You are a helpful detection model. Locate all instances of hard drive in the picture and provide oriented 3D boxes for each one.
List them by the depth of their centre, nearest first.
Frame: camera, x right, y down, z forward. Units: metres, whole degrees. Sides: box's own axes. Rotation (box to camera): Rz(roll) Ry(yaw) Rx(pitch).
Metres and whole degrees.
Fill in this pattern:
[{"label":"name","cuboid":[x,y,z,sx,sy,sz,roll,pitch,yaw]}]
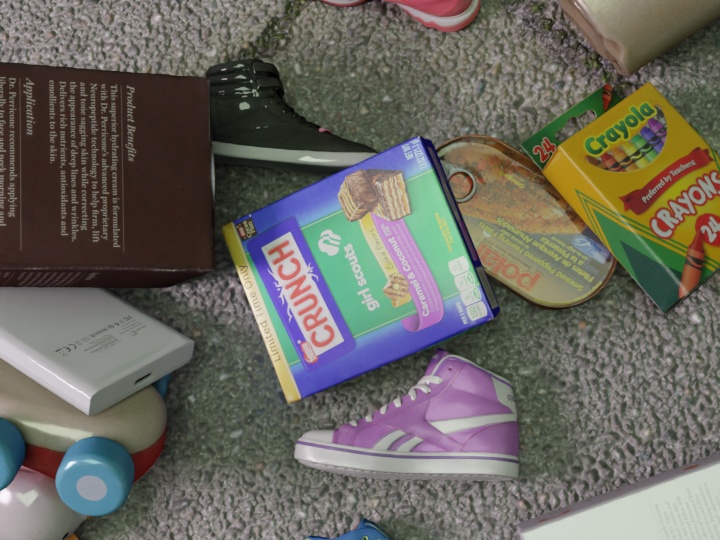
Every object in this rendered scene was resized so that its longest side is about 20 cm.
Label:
[{"label":"hard drive","cuboid":[-0.265,0.050,0.996,0.198,0.131,0.027,27,120,24]}]

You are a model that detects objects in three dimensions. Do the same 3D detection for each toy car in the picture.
[{"label":"toy car","cuboid":[-0.267,0.183,0.993,0.174,0.185,0.202,11,117,-3]}]

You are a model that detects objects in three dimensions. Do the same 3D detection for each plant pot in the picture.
[{"label":"plant pot","cuboid":[0.265,-0.282,0.990,0.183,0.200,0.201,-39,77,11]}]

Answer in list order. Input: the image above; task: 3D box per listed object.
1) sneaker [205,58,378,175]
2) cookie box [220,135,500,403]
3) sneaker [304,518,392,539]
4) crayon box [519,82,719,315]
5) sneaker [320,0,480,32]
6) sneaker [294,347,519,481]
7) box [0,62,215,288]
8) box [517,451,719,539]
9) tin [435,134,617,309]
[{"label":"sneaker","cuboid":[-0.071,-0.146,1.052,0.197,0.071,0.101,9,86,12]},{"label":"cookie box","cuboid":[0.000,0.000,0.991,0.198,0.075,0.173,-24,86,12]},{"label":"sneaker","cuboid":[0.031,0.271,0.963,0.197,0.076,0.107,4,80,8]},{"label":"crayon box","cuboid":[0.252,-0.078,0.991,0.126,0.051,0.201,-35,77,-23]},{"label":"sneaker","cuboid":[0.019,-0.292,1.060,0.197,0.087,0.075,16,81,9]},{"label":"sneaker","cuboid":[0.041,0.127,0.995,0.197,0.073,0.116,1,76,-4]},{"label":"box","cuboid":[-0.242,-0.073,0.966,0.197,0.164,0.169,1,83,-23]},{"label":"box","cuboid":[0.237,0.225,0.921,0.197,0.124,0.099,-20,78,3]},{"label":"tin","cuboid":[0.141,-0.043,1.026,0.199,0.042,0.113,33,81,11]}]
